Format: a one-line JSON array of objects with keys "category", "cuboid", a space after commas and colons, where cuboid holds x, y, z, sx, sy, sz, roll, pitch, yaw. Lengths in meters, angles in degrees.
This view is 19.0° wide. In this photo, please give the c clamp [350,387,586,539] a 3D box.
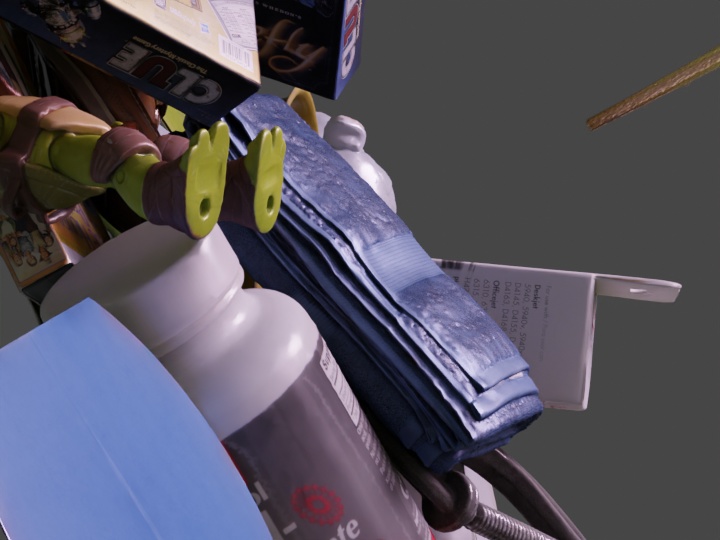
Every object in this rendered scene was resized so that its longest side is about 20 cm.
[{"category": "c clamp", "cuboid": [0.069, 0.111, 1.006, 0.200, 0.027, 0.171, 32, 15, -40]}]

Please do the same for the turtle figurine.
[{"category": "turtle figurine", "cuboid": [-0.121, -0.050, 0.839, 0.160, 0.065, 0.200, 15, -6, 24]}]

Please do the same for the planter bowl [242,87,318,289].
[{"category": "planter bowl", "cuboid": [-0.076, 0.001, 1.125, 0.200, 0.083, 0.202, 5, 90, -82]}]

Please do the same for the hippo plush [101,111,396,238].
[{"category": "hippo plush", "cuboid": [-0.068, -0.045, 1.269, 0.160, 0.160, 0.200, 61, 3, -22]}]

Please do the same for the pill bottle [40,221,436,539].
[{"category": "pill bottle", "cuboid": [-0.050, 0.079, 0.905, 0.201, 0.110, 0.111, 61, 3, -20]}]

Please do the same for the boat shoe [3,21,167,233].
[{"category": "boat shoe", "cuboid": [-0.129, -0.095, 1.091, 0.200, 0.068, 0.072, 52, -29, 35]}]

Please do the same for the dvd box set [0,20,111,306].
[{"category": "dvd box set", "cuboid": [-0.169, -0.070, 1.002, 0.201, 0.029, 0.146, 62, 3, 14]}]

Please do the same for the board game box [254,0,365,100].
[{"category": "board game box", "cuboid": [-0.092, -0.173, 1.039, 0.136, 0.199, 0.035, 97, 18, -45]}]

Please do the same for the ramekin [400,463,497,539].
[{"category": "ramekin", "cuboid": [0.024, 0.158, 1.136, 0.202, 0.094, 0.204, -11, 90, -82]}]

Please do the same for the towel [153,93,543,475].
[{"category": "towel", "cuboid": [0.000, 0.000, 0.968, 0.200, 0.049, 0.112, 47, 19, 12]}]

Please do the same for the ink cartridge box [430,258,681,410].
[{"category": "ink cartridge box", "cuboid": [0.060, 0.032, 1.100, 0.116, 0.199, 0.067, 34, 62, -82]}]

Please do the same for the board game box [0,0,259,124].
[{"category": "board game box", "cuboid": [-0.129, -0.158, 0.883, 0.199, 0.035, 0.136, 27, 44, -38]}]

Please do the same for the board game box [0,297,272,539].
[{"category": "board game box", "cuboid": [-0.087, 0.097, 0.748, 0.158, 0.039, 0.200, 58, 15, -3]}]
